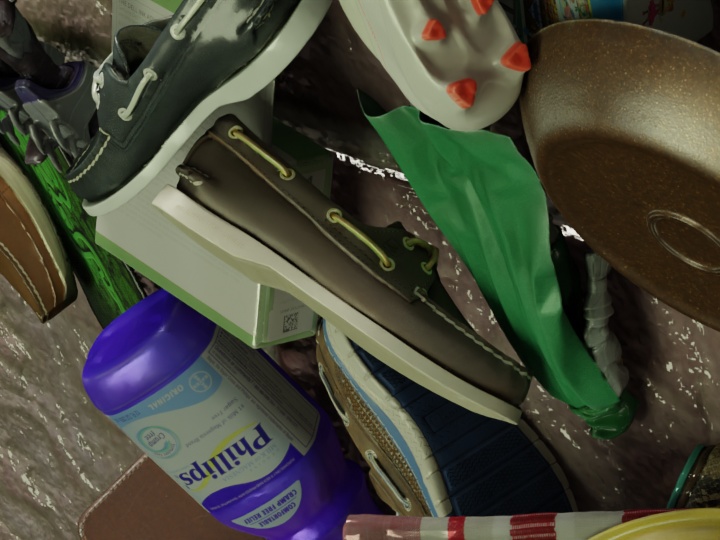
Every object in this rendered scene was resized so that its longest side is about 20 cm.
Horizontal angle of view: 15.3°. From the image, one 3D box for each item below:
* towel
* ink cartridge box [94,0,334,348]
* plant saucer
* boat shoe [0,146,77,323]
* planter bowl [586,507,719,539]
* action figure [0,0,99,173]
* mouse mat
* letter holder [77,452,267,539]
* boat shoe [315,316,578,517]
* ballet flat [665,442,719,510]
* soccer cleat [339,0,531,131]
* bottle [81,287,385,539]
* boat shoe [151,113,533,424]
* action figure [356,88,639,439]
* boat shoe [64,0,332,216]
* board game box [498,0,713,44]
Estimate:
[{"bbox_3d":[0.101,0.164,1.240,0.200,0.023,0.144,-3,128,14],"label":"towel"},{"bbox_3d":[-0.073,-0.079,1.348,0.146,0.048,0.200,32,124,43],"label":"ink cartridge box"},{"bbox_3d":[0.141,-0.023,1.086,0.200,0.037,0.200,30,161,12],"label":"plant saucer"},{"bbox_3d":[-0.240,-0.051,1.555,0.200,0.074,0.076,55,165,7],"label":"boat shoe"},{"bbox_3d":[0.163,0.207,1.194,0.200,0.083,0.200,6,129,7],"label":"planter bowl"},{"bbox_3d":[-0.192,-0.126,1.312,0.130,0.069,0.200,7,148,44],"label":"action figure"},{"bbox_3d":[-0.163,-0.030,1.507,0.200,0.008,0.161,62,165,-8],"label":"mouse mat"},{"bbox_3d":[-0.082,0.215,1.512,0.200,0.142,0.101,45,176,16],"label":"letter holder"},{"bbox_3d":[0.045,0.097,1.356,0.200,0.072,0.072,60,152,11],"label":"boat shoe"},{"bbox_3d":[0.158,0.158,1.271,0.075,0.068,0.200,30,139,7],"label":"ballet flat"},{"bbox_3d":[0.005,-0.148,1.082,0.200,0.069,0.078,67,161,-11],"label":"soccer cleat"},{"bbox_3d":[-0.056,0.096,1.433,0.084,0.065,0.200,-32,115,27],"label":"bottle"},{"bbox_3d":[0.000,0.000,1.249,0.200,0.060,0.072,32,173,10],"label":"boat shoe"},{"bbox_3d":[0.080,0.000,1.223,0.118,0.055,0.200,30,152,56],"label":"action figure"},{"bbox_3d":[-0.089,-0.095,1.253,0.060,0.076,0.200,38,132,-14],"label":"boat shoe"},{"bbox_3d":[0.051,-0.181,1.110,0.200,0.064,0.148,26,137,35],"label":"board game box"}]
